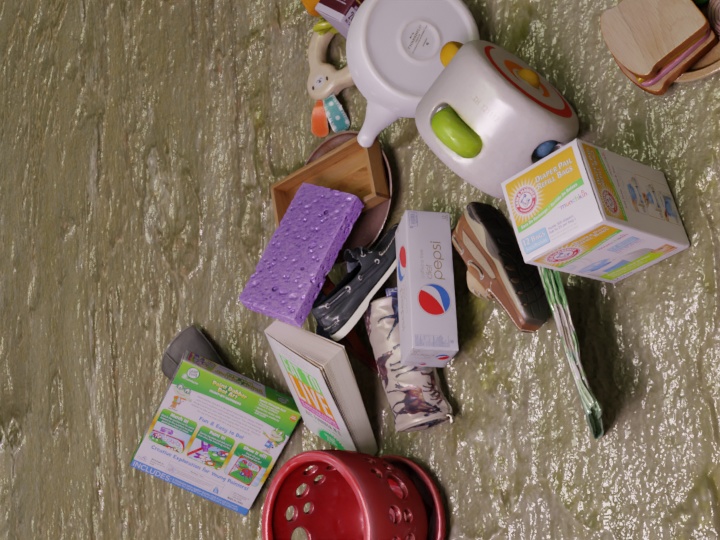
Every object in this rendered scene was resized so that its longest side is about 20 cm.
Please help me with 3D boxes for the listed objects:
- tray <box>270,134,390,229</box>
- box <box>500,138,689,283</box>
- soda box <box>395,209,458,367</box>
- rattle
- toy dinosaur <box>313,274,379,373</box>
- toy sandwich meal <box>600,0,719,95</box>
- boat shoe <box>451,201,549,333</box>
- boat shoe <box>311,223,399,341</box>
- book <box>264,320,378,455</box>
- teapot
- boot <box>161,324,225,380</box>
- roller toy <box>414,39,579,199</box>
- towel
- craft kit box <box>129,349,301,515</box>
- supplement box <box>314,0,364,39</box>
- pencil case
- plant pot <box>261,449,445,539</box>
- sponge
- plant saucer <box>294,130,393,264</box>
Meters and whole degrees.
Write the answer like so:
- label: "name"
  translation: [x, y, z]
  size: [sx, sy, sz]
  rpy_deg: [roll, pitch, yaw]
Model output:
- label: "tray"
  translation: [-0.048, -0.115, 1.606]
  size: [0.199, 0.037, 0.099]
  rpy_deg: [-25, 67, 38]
- label: "box"
  translation: [0.269, -0.063, 1.243]
  size: [0.112, 0.199, 0.102]
  rpy_deg: [-30, 64, 35]
- label: "soda box"
  translation: [0.086, 0.023, 1.448]
  size: [0.068, 0.063, 0.201]
  rpy_deg: [116, 156, -63]
- label: "rattle"
  translation: [-0.060, -0.312, 1.635]
  size: [0.130, 0.143, 0.201]
  rpy_deg: [26, 94, 21]
- label: "toy dinosaur"
  translation: [-0.045, 0.048, 1.595]
  size: [0.199, 0.105, 0.183]
  rpy_deg: [6, 92, 9]
- label: "toy sandwich meal"
  translation: [0.374, -0.312, 1.277]
  size: [0.204, 0.070, 0.207]
  rpy_deg: [-9, 77, 41]
- label: "boat shoe"
  translation: [0.177, 0.003, 1.411]
  size: [0.074, 0.075, 0.201]
  rpy_deg: [-49, 46, 32]
- label: "boat shoe"
  translation: [-0.001, 0.001, 1.514]
  size: [0.200, 0.066, 0.074]
  rpy_deg: [-54, 12, -16]
- label: "book"
  translation: [-0.054, 0.169, 1.527]
  size: [0.048, 0.201, 0.133]
  rpy_deg: [-41, 41, -25]
- label: "teapot"
  translation: [0.065, -0.301, 1.511]
  size: [0.146, 0.199, 0.198]
  rpy_deg: [158, 91, -77]
- label: "boot"
  translation: [-0.269, 0.207, 1.771]
  size: [0.200, 0.073, 0.182]
  rpy_deg: [33, 85, 34]
- label: "roller toy"
  translation: [0.174, -0.195, 1.366]
  size: [0.140, 0.182, 0.200]
  rpy_deg: [-52, 23, 25]
- label: "towel"
  translation: [0.249, 0.088, 1.283]
  size: [0.023, 0.153, 0.201]
  rpy_deg: [-18, 68, 8]
- label: "craft kit box"
  translation: [-0.219, 0.248, 1.652]
  size: [0.198, 0.199, 0.049]
  rpy_deg: [-60, 12, 19]
- label: "supplement box"
  translation: [0.034, -0.421, 1.552]
  size: [0.061, 0.109, 0.201]
  rpy_deg: [33, 92, 36]
- label: "pencil case"
  translation: [0.067, 0.125, 1.479]
  size: [0.089, 0.078, 0.201]
  rpy_deg: [-26, 66, 24]
- label: "plant pot"
  translation: [-0.003, 0.338, 1.436]
  size: [0.200, 0.182, 0.202]
  rpy_deg: [-9, 76, 40]
- label: "sponge"
  translation: [-0.083, -0.025, 1.532]
  size: [0.111, 0.030, 0.201]
  rpy_deg: [15, 71, 40]
- label: "plant saucer"
  translation: [-0.019, -0.106, 1.626]
  size: [0.200, 0.037, 0.202]
  rpy_deg: [-9, 77, 42]
